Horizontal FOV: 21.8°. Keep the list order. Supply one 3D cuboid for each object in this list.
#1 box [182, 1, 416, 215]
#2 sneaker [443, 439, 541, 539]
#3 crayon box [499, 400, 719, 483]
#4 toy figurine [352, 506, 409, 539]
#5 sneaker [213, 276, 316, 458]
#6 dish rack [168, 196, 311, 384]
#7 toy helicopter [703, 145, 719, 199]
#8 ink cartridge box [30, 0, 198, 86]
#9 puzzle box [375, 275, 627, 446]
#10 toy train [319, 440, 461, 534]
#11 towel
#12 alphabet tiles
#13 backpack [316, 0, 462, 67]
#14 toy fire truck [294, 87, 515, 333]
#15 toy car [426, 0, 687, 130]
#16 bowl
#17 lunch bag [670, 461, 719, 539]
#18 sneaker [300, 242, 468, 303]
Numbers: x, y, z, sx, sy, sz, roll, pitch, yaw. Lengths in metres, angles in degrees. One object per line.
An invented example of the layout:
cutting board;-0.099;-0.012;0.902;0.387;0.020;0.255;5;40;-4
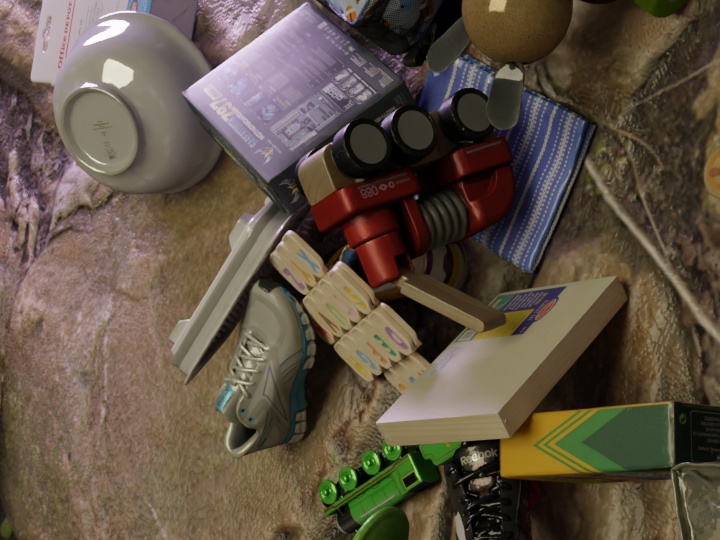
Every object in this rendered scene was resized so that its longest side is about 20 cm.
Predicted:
box;-0.058;-0.156;1.757;0.158;0.051;0.200;-37;41;-8
sneaker;0.104;0.194;1.504;0.071;0.098;0.201;-15;30;14
crayon box;0.199;0.136;1.456;0.200;0.125;0.052;-9;77;45
toy figurine;0.081;0.312;1.539;0.184;0.150;0.201;25;131;33
sneaker;-0.095;0.099;1.737;0.075;0.087;0.201;35;137;38
dish rack;-0.114;0.002;1.781;0.043;0.172;0.200;33;113;1
toy helicopter;0.333;-0.053;1.390;0.200;0.079;0.133;38;109;47
ink cartridge box;-0.272;-0.250;2.050;0.200;0.067;0.116;10;91;46
puzzle box;0.117;0.073;1.521;0.133;0.200;0.025;-10;115;45
toy train;0.038;0.177;1.679;0.200;0.042;0.057;-39;68;35
towel;0.110;-0.102;1.663;0.200;0.024;0.145;34;108;44
alphabet tiles;-0.005;0.048;1.643;0.015;0.196;0.200;-46;0;-16
backpack;0.025;-0.316;1.703;0.191;0.154;0.200;-53;43;6
toy fire truck;0.066;-0.039;1.570;0.129;0.176;0.201;-29;81;56
toy car;0.144;-0.221;1.545;0.164;0.158;0.200;45;110;30
bowl;-0.245;-0.158;1.923;0.200;0.090;0.202;13;119;25
lunch bag;0.311;0.228;1.297;0.117;0.164;0.201;-17;72;46
sneaker;0.000;0.000;1.710;0.200;0.090;0.075;-16;72;43
